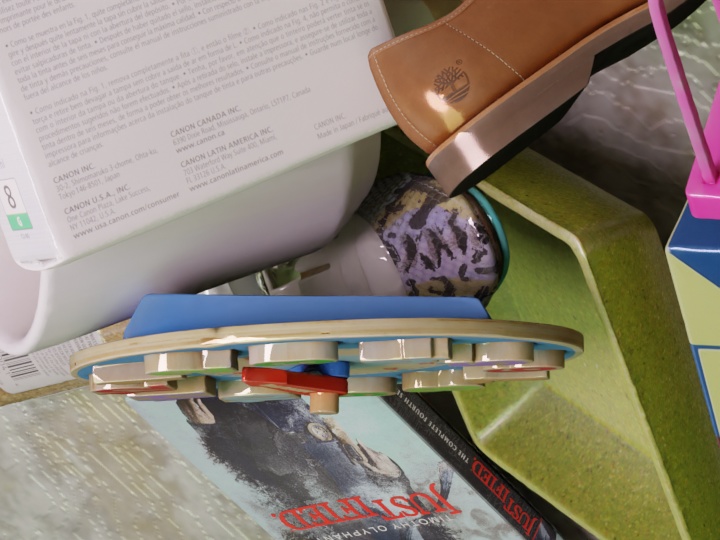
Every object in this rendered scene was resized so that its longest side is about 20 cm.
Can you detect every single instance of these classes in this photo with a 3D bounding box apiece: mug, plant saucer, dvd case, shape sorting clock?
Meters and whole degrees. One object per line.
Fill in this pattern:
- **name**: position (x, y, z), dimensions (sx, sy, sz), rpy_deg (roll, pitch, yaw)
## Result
- **mug**: position (-0.074, -0.065, 1.153), dimensions (0.153, 0.150, 0.187), rpy_deg (-11, 145, -23)
- **plant saucer**: position (0.085, 0.023, 1.260), dimensions (0.200, 0.048, 0.200), rpy_deg (35, 153, 55)
- **dvd case**: position (0.002, 0.103, 1.425), dimensions (0.146, 0.022, 0.200), rpy_deg (-14, 132, 43)
- **shape sorting clock**: position (-0.013, 0.036, 1.162), dimensions (0.199, 0.039, 0.200), rpy_deg (2, 174, 0)

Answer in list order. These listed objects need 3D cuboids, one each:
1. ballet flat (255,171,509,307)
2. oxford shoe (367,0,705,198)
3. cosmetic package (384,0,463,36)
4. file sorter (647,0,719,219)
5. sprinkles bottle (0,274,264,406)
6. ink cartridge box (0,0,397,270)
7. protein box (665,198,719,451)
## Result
- **ballet flat**: position (0.000, 0.000, 1.259), dimensions (0.072, 0.072, 0.200), rpy_deg (43, 168, -14)
- **oxford shoe**: position (0.088, -0.111, 1.099), dimensions (0.071, 0.200, 0.071), rpy_deg (51, 158, 7)
- **cosmetic package**: position (0.031, -0.170, 1.147), dimensions (0.105, 0.071, 0.200), rpy_deg (3, 131, 27)
- **file sorter**: position (0.187, -0.129, 0.992), dimensions (0.139, 0.200, 0.126), rpy_deg (5, 144, 24)
- **sprinkles bottle**: position (-0.124, 0.019, 1.409), dimensions (0.200, 0.068, 0.068), rpy_deg (-15, 122, 37)
- **ink cartridge box**: position (-0.080, -0.121, 1.067), dimensions (0.050, 0.161, 0.201), rpy_deg (-9, 103, 60)
- **protein box**: position (0.241, -0.018, 1.082), dimensions (0.198, 0.200, 0.135), rpy_deg (2, 131, 26)
